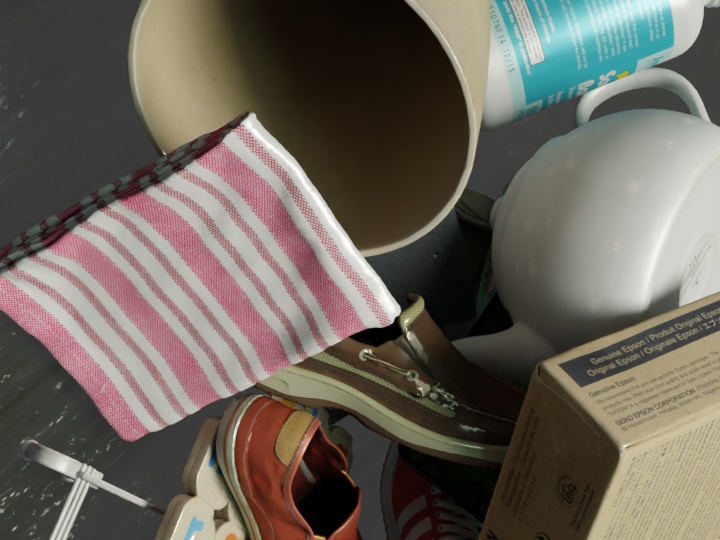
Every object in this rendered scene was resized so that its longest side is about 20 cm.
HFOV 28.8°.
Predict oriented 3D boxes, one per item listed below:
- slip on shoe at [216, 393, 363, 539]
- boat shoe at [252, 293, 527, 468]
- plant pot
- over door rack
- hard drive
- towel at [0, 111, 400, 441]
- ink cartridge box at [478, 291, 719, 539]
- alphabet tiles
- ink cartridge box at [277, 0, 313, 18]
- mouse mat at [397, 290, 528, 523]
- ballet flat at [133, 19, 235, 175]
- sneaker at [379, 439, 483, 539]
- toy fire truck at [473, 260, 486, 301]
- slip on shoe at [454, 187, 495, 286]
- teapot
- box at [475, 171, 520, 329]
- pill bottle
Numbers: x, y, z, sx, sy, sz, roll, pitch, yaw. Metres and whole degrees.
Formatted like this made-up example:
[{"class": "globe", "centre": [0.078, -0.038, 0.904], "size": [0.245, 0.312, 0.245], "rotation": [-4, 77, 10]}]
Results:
[{"class": "slip on shoe", "centre": [-0.027, 0.153, 0.862], "size": [0.074, 0.060, 0.201], "rotation": [-60, 144, -35]}, {"class": "boat shoe", "centre": [0.025, 0.053, 0.818], "size": [0.200, 0.075, 0.076], "rotation": [17, 111, -4]}, {"class": "plant pot", "centre": [-0.001, -0.143, 0.769], "size": [0.189, 0.185, 0.201], "rotation": [62, 35, -30]}, {"class": "over door rack", "centre": [-0.161, 0.194, 0.810], "size": [0.200, 0.066, 0.149], "rotation": [41, 67, -54]}, {"class": "hard drive", "centre": [0.000, 0.000, 0.888], "size": [0.134, 0.042, 0.201], "rotation": [-30, 137, -9]}, {"class": "towel", "centre": [-0.094, 0.013, 0.760], "size": [0.147, 0.198, 0.030], "rotation": [50, 29, -28]}, {"class": "ink cartridge box", "centre": [0.159, 0.122, 0.816], "size": [0.163, 0.075, 0.202], "rotation": [-18, 137, -33]}, {"class": "alphabet tiles", "centre": [-0.063, 0.174, 0.880], "size": [0.200, 0.014, 0.198], "rotation": [50, 55, -51]}, {"class": "ink cartridge box", "centre": [0.006, -0.187, 0.936], "size": [0.163, 0.050, 0.200], "rotation": [-61, 145, -20]}, {"class": "mouse mat", "centre": [0.140, 0.117, 0.937], "size": [0.199, 0.008, 0.162], "rotation": [38, 70, -4]}, {"class": "ballet flat", "centre": [-0.102, -0.075, 0.822], "size": [0.063, 0.067, 0.203], "rotation": [-1, 87, -7]}, {"class": "sneaker", "centre": [0.064, 0.183, 0.922], "size": [0.071, 0.112, 0.203], "rotation": [16, 69, -29]}, {"class": "toy fire truck", "centre": [0.126, 0.068, 1.048], "size": [0.167, 0.112, 0.201], "rotation": [39, 66, -14]}, {"class": "slip on shoe", "centre": [0.022, -0.038, 0.941], "size": [0.199, 0.075, 0.062], "rotation": [22, 72, -51]}, {"class": "teapot", "centre": [0.152, -0.021, 0.897], "size": [0.199, 0.145, 0.200], "rotation": [-17, 122, -53]}, {"class": "box", "centre": [0.187, 0.018, 1.002], "size": [0.198, 0.048, 0.119], "rotation": [19, 71, -10]}, {"class": "pill bottle", "centre": [0.147, -0.176, 0.919], "size": [0.198, 0.111, 0.112], "rotation": [-22, 115, -2]}]
